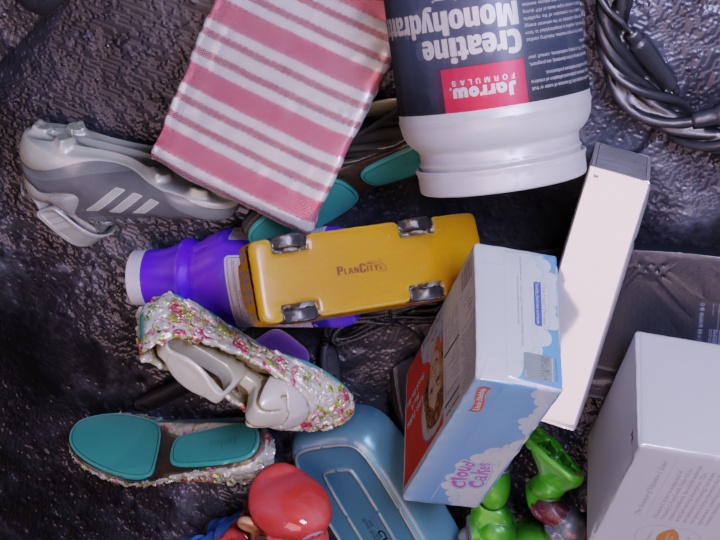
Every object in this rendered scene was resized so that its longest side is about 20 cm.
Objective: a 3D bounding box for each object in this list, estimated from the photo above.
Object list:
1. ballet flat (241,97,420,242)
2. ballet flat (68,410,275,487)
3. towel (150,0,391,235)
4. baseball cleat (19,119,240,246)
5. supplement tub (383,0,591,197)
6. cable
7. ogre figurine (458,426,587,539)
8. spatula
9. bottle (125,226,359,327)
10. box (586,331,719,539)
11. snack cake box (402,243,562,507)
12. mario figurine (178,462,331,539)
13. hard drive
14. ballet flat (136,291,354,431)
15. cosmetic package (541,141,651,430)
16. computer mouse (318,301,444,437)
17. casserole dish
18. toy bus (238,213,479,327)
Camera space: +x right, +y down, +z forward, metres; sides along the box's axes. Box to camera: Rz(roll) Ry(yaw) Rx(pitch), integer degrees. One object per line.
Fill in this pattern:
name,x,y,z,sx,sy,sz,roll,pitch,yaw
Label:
ballet flat,-0.009,-0.087,1.176,0.198,0.069,0.068,-24,151,12
ballet flat,-0.167,0.169,1.333,0.198,0.076,0.064,2,149,18
towel,-0.060,-0.145,1.133,0.145,0.030,0.202,27,98,9
baseball cleat,-0.192,-0.062,1.235,0.198,0.070,0.107,20,125,14
supplement tub,0.089,-0.162,1.052,0.139,0.140,0.202,-6,99,16
cable,0.257,-0.170,1.087,0.198,0.051,0.164,25,123,-2
ogre figurine,0.167,0.213,1.252,0.198,0.098,0.121,21,114,-23
spatula,-0.128,0.095,1.293,0.199,0.021,0.056,-20,136,37
bottle,-0.097,0.006,1.237,0.198,0.065,0.084,-1,120,14
box,0.289,0.148,1.148,0.198,0.107,0.153,10,140,-2
snack cake box,0.088,0.085,1.123,0.066,0.116,0.201,8,146,-11
mario figurine,-0.086,0.246,1.293,0.105,0.124,0.200,32,145,-18
hard drive,0.236,0.040,1.187,0.198,0.042,0.136,4,115,12
ballet flat,-0.099,0.091,1.207,0.199,0.064,0.076,28,127,-10
cosmetic package,0.171,0.012,1.122,0.050,0.083,0.202,17,110,8
computer mouse,0.036,0.116,1.268,0.139,0.046,0.202,-7,113,15
casserole dish,0.010,0.203,1.300,0.120,0.039,0.201,-15,113,41
toy bus,0.000,0.000,1.142,0.198,0.078,0.066,-9,87,-24
